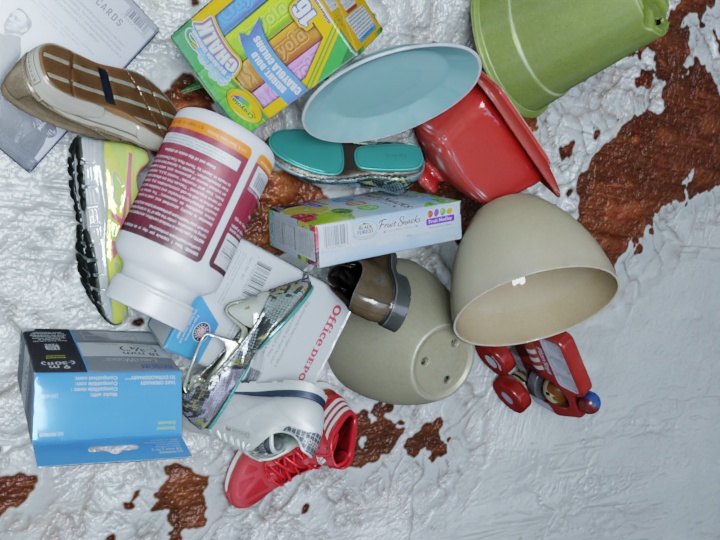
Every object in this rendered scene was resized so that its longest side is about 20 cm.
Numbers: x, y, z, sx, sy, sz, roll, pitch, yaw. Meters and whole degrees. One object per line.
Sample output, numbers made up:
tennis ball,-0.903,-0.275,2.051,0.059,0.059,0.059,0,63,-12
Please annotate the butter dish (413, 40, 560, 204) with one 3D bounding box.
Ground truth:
butter dish,0.130,-0.160,0.912,0.147,0.200,0.200,-39,124,11

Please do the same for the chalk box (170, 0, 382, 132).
chalk box,-0.098,-0.232,0.733,0.198,0.125,0.125,-28,109,28

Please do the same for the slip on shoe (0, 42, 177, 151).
slip on shoe,-0.256,-0.159,0.706,0.199,0.060,0.077,6,64,-64

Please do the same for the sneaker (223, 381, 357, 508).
sneaker,-0.085,0.238,0.911,0.201,0.115,0.078,-50,122,-10

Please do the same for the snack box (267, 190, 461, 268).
snack box,0.003,-0.057,0.866,0.197,0.142,0.054,-11,108,-27

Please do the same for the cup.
cup,0.071,0.098,0.951,0.197,0.143,0.204,-9,109,-29

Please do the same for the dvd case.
dvd case,-0.318,-0.222,0.696,0.201,0.025,0.150,-51,123,-10

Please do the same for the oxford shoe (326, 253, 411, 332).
oxford shoe,0.000,0.000,0.857,0.083,0.200,0.074,18,103,-15

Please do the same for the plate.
plate,0.030,-0.191,0.751,0.197,0.200,0.026,-11,77,-28

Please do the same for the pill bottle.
pill bottle,-0.173,-0.049,0.715,0.112,0.112,0.203,30,78,-33

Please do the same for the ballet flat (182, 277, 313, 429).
ballet flat,-0.132,0.075,0.770,0.072,0.072,0.201,42,81,-32

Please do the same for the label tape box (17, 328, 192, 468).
label tape box,-0.260,0.119,0.721,0.142,0.199,0.064,5,102,-32

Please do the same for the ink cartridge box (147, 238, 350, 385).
ink cartridge box,-0.127,0.051,0.852,0.199,0.083,0.147,29,88,-33

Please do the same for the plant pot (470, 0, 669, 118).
plant pot,0.269,-0.316,0.884,0.198,0.188,0.204,11,74,-44

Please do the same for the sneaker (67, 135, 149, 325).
sneaker,-0.252,-0.040,0.757,0.089,0.078,0.204,-10,110,-36

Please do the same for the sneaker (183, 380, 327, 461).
sneaker,-0.134,0.178,0.829,0.076,0.197,0.082,46,41,-50

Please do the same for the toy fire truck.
toy fire truck,0.280,0.150,1.076,0.112,0.167,0.202,-38,119,-16

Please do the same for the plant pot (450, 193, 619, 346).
plant pot,0.194,-0.012,0.863,0.198,0.200,0.136,8,57,-32

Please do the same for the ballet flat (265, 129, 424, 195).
ballet flat,-0.021,-0.125,0.872,0.196,0.074,0.076,7,101,-8
